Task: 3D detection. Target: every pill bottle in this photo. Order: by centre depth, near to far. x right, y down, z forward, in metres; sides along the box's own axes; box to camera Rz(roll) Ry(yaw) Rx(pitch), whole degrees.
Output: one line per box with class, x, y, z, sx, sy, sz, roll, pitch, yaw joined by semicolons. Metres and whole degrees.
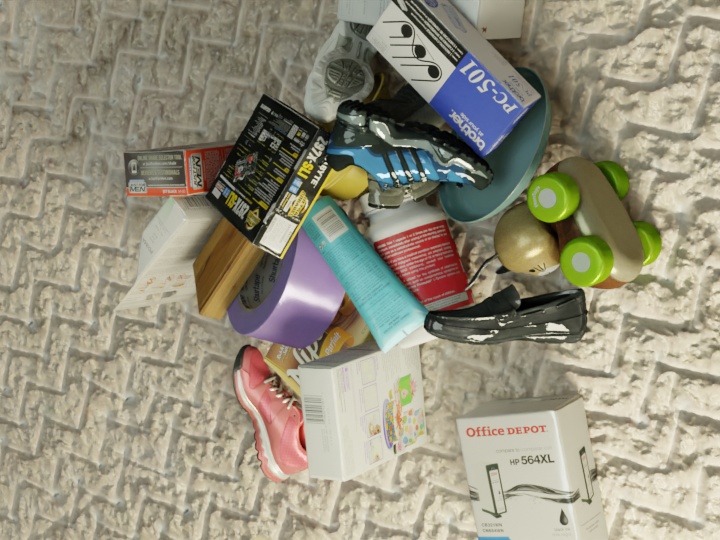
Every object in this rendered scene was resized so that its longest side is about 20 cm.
pill bottle;0.069;-0.011;1.641;0.112;0.112;0.200;-21;86;35

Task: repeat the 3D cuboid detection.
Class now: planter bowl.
planter bowl;-0.010;-0.151;1.659;0.083;0.200;0.200;41;124;-16

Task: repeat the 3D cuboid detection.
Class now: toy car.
toy car;0.216;-0.025;1.510;0.200;0.164;0.158;-32;80;35

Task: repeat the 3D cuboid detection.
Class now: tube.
tube;0.000;0.000;1.595;0.077;0.050;0.200;-40;78;20

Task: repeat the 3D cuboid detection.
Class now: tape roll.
tape roll;-0.096;-0.002;1.713;0.200;0.085;0.200;-38;44;49

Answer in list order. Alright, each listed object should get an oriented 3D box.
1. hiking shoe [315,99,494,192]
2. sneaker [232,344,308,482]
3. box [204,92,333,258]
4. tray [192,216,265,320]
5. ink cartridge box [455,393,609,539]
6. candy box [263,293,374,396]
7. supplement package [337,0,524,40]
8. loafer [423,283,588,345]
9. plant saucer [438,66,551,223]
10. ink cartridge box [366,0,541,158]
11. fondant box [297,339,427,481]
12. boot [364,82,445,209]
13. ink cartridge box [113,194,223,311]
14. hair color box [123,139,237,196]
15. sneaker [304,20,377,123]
hiking shoe;0.055;-0.128;1.502;0.200;0.074;0.087;21;110;-8
sneaker;-0.114;0.195;1.839;0.087;0.074;0.200;-18;92;21
box;-0.108;-0.122;1.598;0.160;0.049;0.200;-61;30;6
tray;-0.163;-0.039;1.729;0.200;0.037;0.099;-55;33;33
ink cartridge box;0.213;0.263;1.608;0.146;0.084;0.200;-10;93;35
candy box;-0.038;0.082;1.763;0.115;0.055;0.200;43;119;22
supplement package;0.088;-0.348;1.568;0.200;0.117;0.117;16;108;31
loafer;0.175;0.051;1.558;0.200;0.068;0.070;-1;103;-8
plant saucer;0.164;-0.146;1.549;0.200;0.027;0.200;-41;37;40
ink cartridge box;0.105;-0.235;1.491;0.200;0.044;0.094;47;135;8
fondant box;0.007;0.172;1.661;0.058;0.200;0.144;-1;98;36
boot;0.079;-0.161;1.584;0.068;0.200;0.131;28;139;56
ink cartridge box;-0.251;-0.028;1.825;0.200;0.161;0.050;-45;69;31
hair color box;-0.211;-0.140;1.755;0.111;0.200;0.064;2;99;34
sneaker;-0.029;-0.244;1.647;0.078;0.200;0.099;33;139;-10
